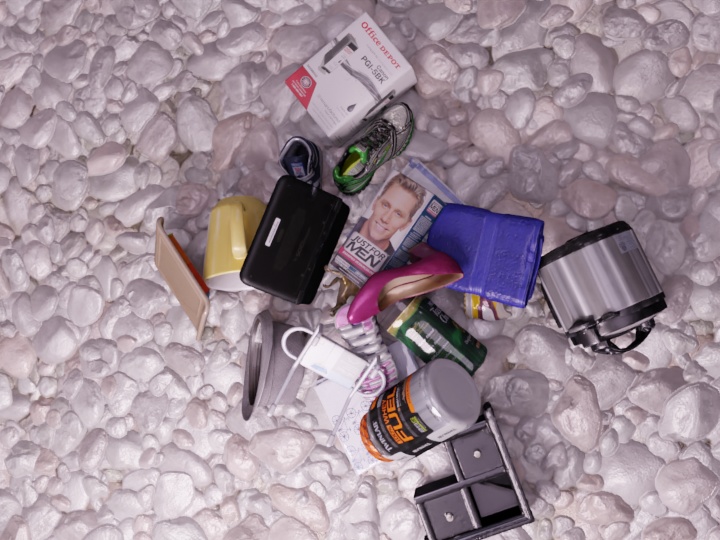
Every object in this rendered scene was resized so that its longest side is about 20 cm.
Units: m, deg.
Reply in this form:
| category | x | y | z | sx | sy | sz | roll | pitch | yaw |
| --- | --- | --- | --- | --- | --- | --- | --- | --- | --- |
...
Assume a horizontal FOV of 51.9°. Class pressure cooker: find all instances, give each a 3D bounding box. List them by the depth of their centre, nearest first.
| category | x | y | z | sx | sy | sz | roll | pitch | yaw |
| --- | --- | --- | --- | --- | --- | --- | --- | --- | --- |
| pressure cooker | 0.400 | 0.039 | 1.217 | 0.175 | 0.179 | 0.201 | -25 | 81 | 5 |

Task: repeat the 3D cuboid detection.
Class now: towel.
| category | x | y | z | sx | sy | sz | roll | pitch | yaw |
| --- | --- | --- | --- | --- | --- | --- | --- | --- | --- |
| towel | 0.206 | -0.029 | 1.246 | 0.199 | 0.050 | 0.148 | 15 | 94 | 30 |
| towel | 0.087 | -0.087 | 1.341 | 0.147 | 0.024 | 0.200 | 41 | 87 | -4 |

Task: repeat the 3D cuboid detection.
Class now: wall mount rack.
| category | x | y | z | sx | sy | sz | roll | pitch | yaw |
| --- | --- | --- | --- | --- | --- | --- | --- | --- | --- |
| wall mount rack | -0.061 | 0.191 | 1.253 | 0.200 | 0.075 | 0.174 | 30 | 108 | -8 |

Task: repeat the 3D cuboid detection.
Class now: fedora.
| category | x | y | z | sx | sy | sz | roll | pitch | yaw |
| --- | --- | --- | --- | --- | --- | --- | --- | --- | --- |
| fedora | -0.154 | 0.174 | 1.337 | 0.090 | 0.177 | 0.201 | 8 | 74 | -17 |

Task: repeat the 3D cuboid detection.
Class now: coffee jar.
| category | x | y | z | sx | sy | sz | roll | pitch | yaw |
| --- | --- | --- | --- | --- | --- | --- | --- | --- | --- |
| coffee jar | 0.122 | 0.110 | 1.290 | 0.200 | 0.104 | 0.085 | 40 | 108 | 4 |

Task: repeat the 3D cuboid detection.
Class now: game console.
| category | x | y | z | sx | sy | sz | roll | pitch | yaw |
| --- | --- | --- | --- | --- | --- | --- | --- | --- | --- |
| game console | -0.112 | -0.049 | 1.313 | 0.175 | 0.116 | 0.201 | 22 | 90 | -22 |

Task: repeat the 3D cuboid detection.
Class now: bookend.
| category | x | y | z | sx | sy | sz | roll | pitch | yaw |
| --- | --- | --- | --- | --- | --- | --- | --- | --- | --- |
| bookend | 0.168 | 0.357 | 1.273 | 0.198 | 0.092 | 0.201 | -20 | 84 | 6 |

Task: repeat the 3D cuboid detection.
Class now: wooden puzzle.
| category | x | y | z | sx | sy | sz | roll | pitch | yaw |
| --- | --- | --- | --- | --- | --- | --- | --- | --- | --- |
| wooden puzzle | -0.327 | 0.017 | 1.366 | 0.037 | 0.185 | 0.200 | -25 | 78 | -24 |

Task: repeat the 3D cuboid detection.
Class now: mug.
| category | x | y | z | sx | sy | sz | roll | pitch | yaw |
| --- | --- | --- | --- | --- | --- | --- | --- | --- | --- |
| mug | -0.208 | -0.058 | 1.351 | 0.186 | 0.149 | 0.154 | -22 | 68 | 50 |

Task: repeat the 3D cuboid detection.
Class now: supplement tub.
| category | x | y | z | sx | sy | sz | roll | pitch | yaw |
| --- | --- | --- | --- | --- | --- | --- | --- | --- | --- |
| supplement tub | 0.094 | 0.240 | 1.232 | 0.200 | 0.122 | 0.123 | -42 | 78 | 39 |

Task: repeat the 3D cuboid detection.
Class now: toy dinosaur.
| category | x | y | z | sx | sy | sz | roll | pitch | yaw |
| --- | --- | --- | --- | --- | --- | --- | --- | --- | --- |
| toy dinosaur | 0.000 | 0.000 | 1.367 | 0.200 | 0.058 | 0.101 | -42 | 90 | -10 |

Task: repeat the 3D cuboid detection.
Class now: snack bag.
| category | x | y | z | sx | sy | sz | roll | pitch | yaw |
| --- | --- | --- | --- | --- | --- | --- | --- | --- | --- |
| snack bag | 0.039 | 0.247 | 1.349 | 0.200 | 0.021 | 0.189 | -27 | 81 | 7 |

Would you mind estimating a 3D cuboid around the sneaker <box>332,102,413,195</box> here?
| category | x | y | z | sx | sy | sz | roll | pitch | yaw |
| --- | --- | --- | --- | --- | --- | --- | --- | --- | --- |
| sneaker | 0.026 | -0.224 | 1.355 | 0.078 | 0.085 | 0.200 | 38 | 92 | 11 |

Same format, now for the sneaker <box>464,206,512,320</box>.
| category | x | y | z | sx | sy | sz | roll | pitch | yaw |
| --- | --- | --- | --- | --- | --- | --- | --- | --- | --- |
| sneaker | 0.231 | -0.012 | 1.308 | 0.090 | 0.075 | 0.201 | 1 | 95 | 13 |

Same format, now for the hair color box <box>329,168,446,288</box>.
| category | x | y | z | sx | sy | sz | roll | pitch | yaw |
| --- | --- | --- | --- | --- | --- | --- | --- | --- | --- |
| hair color box | 0.046 | -0.062 | 1.269 | 0.100 | 0.060 | 0.200 | 36 | 95 | 32 |

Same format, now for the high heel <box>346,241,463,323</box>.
| category | x | y | z | sx | sy | sz | roll | pitch | yaw |
| --- | --- | --- | --- | --- | --- | --- | --- | --- | --- |
| high heel | 0.072 | 0.034 | 1.208 | 0.200 | 0.067 | 0.096 | -42 | 54 | -15 |

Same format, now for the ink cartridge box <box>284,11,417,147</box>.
| category | x | y | z | sx | sy | sz | roll | pitch | yaw |
| --- | --- | --- | --- | --- | --- | --- | --- | --- | --- |
| ink cartridge box | -0.016 | -0.353 | 1.373 | 0.200 | 0.083 | 0.147 | -39 | 79 | 6 |

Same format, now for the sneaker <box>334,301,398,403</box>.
| category | x | y | z | sx | sy | sz | roll | pitch | yaw |
| --- | --- | --- | --- | --- | --- | --- | --- | --- | --- |
| sneaker | 0.015 | 0.139 | 1.319 | 0.080 | 0.088 | 0.201 | -17 | 103 | 6 |

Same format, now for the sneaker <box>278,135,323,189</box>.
| category | x | y | z | sx | sy | sz | roll | pitch | yaw |
| --- | --- | --- | --- | --- | --- | --- | --- | --- | --- |
| sneaker | -0.102 | -0.149 | 1.360 | 0.070 | 0.108 | 0.201 | -8 | 84 | 11 |
